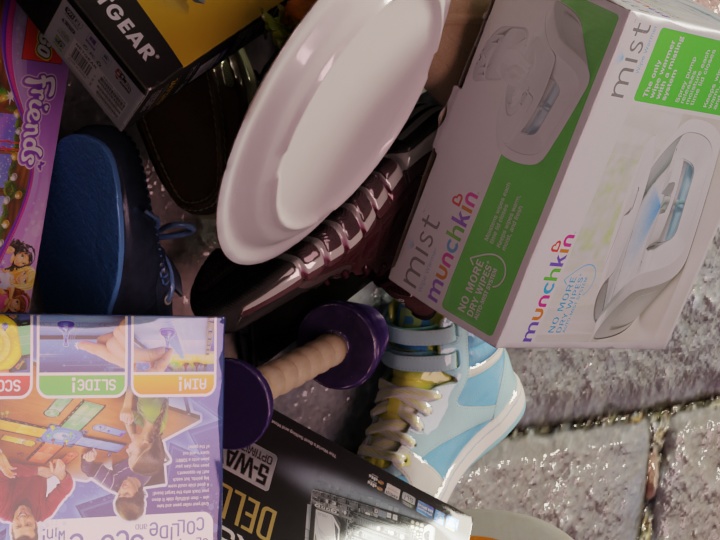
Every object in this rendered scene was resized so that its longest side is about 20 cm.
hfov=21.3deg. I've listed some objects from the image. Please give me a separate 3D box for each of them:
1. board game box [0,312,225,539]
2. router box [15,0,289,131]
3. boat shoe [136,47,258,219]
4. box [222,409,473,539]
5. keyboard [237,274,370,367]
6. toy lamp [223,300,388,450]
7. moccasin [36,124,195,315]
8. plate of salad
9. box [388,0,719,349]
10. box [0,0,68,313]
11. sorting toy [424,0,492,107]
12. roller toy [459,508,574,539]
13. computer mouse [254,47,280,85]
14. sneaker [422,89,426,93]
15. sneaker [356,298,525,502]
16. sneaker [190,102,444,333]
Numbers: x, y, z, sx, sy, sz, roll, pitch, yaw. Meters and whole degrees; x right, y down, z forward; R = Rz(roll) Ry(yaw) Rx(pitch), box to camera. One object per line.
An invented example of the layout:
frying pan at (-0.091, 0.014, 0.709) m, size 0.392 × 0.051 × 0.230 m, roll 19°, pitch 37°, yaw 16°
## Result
board game box at (-0.164, 0.089, 0.971) m, size 0.199 × 0.034 × 0.136 m, roll 2°, pitch 88°, yaw -32°
router box at (-0.117, -0.193, 0.948) m, size 0.157 × 0.052 × 0.200 m, roll -39°, pitch 90°, yaw -30°
boat shoe at (-0.110, -0.125, 1.000) m, size 0.075 × 0.074 × 0.203 m, roll 1°, pitch 71°, yaw -59°
box at (-0.038, 0.172, 1.106) m, size 0.200 × 0.050 × 0.158 m, roll 31°, pitch 44°, yaw -16°
keyboard at (-0.011, -0.029, 1.202) m, size 0.200 × 0.040 × 0.104 m, roll -38°, pitch 148°, yaw -31°
toy lamp at (-0.034, 0.056, 1.128) m, size 0.200 × 0.058 × 0.059 m, roll -29°, pitch 125°, yaw -66°
moccasin at (-0.136, 0.006, 1.061) m, size 0.068 × 0.080 × 0.201 m, roll -28°, pitch 135°, yaw -42°
plate of salad at (-0.018, -0.093, 0.978) m, size 0.200 × 0.048 × 0.200 m, roll -50°, pitch 162°, yaw -23°
box at (0.132, -0.064, 1.103) m, size 0.176 × 0.097 × 0.201 m, roll 4°, pitch 113°, yaw -49°
box at (-0.223, -0.048, 0.972) m, size 0.136 × 0.039 × 0.201 m, roll 3°, pitch 100°, yaw -45°
sorting toy at (0.094, -0.185, 1.092) m, size 0.200 × 0.036 × 0.185 m, roll -55°, pitch 137°, yaw -2°
roller toy at (0.069, 0.242, 1.248) m, size 0.200 × 0.182 × 0.140 m, roll -24°, pitch 117°, yaw -38°
computer mouse at (-0.035, -0.131, 1.125) m, size 0.200 × 0.058 × 0.034 m, roll -48°, pitch 146°, yaw -22°
sneaker at (0.051, -0.151, 1.190) m, size 0.200 × 0.071 × 0.073 m, roll -40°, pitch 127°, yaw -29°
sneaker at (0.026, 0.086, 1.235) m, size 0.200 × 0.079 × 0.131 m, roll -45°, pitch 132°, yaw -38°
sneaker at (0.000, 0.000, 1.117) m, size 0.200 × 0.076 × 0.116 m, roll -40°, pitch 123°, yaw -21°
